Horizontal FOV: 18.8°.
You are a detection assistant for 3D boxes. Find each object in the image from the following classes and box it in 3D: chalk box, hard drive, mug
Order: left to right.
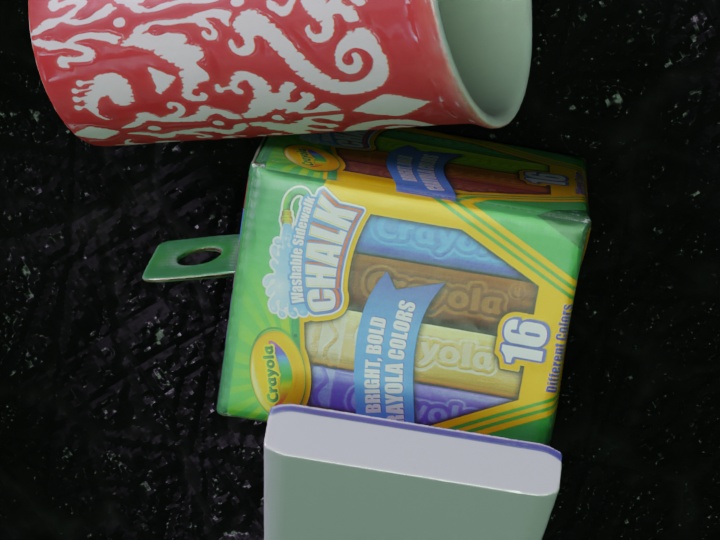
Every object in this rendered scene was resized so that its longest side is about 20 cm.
[{"bbox_3d":[-0.032,-0.133,0.991,0.199,0.178,0.134,-6,129,22],"label":"mug"},{"bbox_3d":[0.000,0.000,1.026,0.198,0.125,0.125,10,108,0],"label":"chalk box"},{"bbox_3d":[0.019,0.122,1.043,0.131,0.200,0.026,9,64,2],"label":"hard drive"}]
